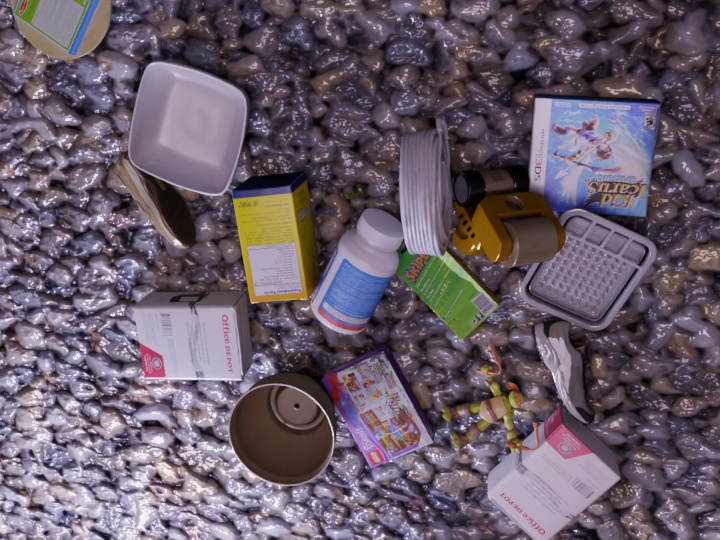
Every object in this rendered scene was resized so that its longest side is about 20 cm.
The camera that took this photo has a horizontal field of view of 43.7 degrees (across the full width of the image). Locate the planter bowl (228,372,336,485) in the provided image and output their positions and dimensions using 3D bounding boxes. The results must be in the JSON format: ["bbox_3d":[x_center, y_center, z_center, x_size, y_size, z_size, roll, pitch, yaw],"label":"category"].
[{"bbox_3d":[-0.129,0.273,1.656,0.196,0.135,0.204,3,108,10],"label":"planter bowl"}]

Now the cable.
[{"bbox_3d":[0.105,-0.124,1.441,0.068,0.202,0.202,-1,131,12],"label":"cable"}]

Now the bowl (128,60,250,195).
[{"bbox_3d":[-0.286,-0.249,1.546,0.197,0.075,0.203,20,111,5],"label":"bowl"}]

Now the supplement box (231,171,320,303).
[{"bbox_3d":[-0.142,-0.058,1.562,0.107,0.110,0.204,-3,107,13],"label":"supplement box"}]

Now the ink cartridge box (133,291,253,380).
[{"bbox_3d":[-0.305,0.120,1.668,0.196,0.084,0.148,-1,108,11],"label":"ink cartridge box"}]

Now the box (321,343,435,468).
[{"bbox_3d":[0.034,0.253,1.668,0.135,0.039,0.202,-25,102,17],"label":"box"}]

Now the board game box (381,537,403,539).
[{"bbox_3d":[0.082,0.624,1.736,0.132,0.034,0.204,12,98,-18],"label":"board game box"}]

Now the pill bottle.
[{"bbox_3d":[0.000,0.000,1.540,0.111,0.113,0.202,29,119,1],"label":"pill bottle"}]

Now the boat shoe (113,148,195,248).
[{"bbox_3d":[-0.372,-0.121,1.617,0.076,0.072,0.202,-29,94,33],"label":"boat shoe"}]

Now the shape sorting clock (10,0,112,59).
[{"bbox_3d":[-0.512,-0.466,1.537,0.196,0.039,0.204,4,110,11],"label":"shape sorting clock"}]

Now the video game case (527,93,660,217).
[{"bbox_3d":[0.371,-0.185,1.451,0.196,0.046,0.185,4,110,10],"label":"video game case"}]

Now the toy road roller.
[{"bbox_3d":[0.224,-0.065,1.451,0.121,0.202,0.147,-8,140,-23],"label":"toy road roller"}]

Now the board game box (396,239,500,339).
[{"bbox_3d":[0.143,0.018,1.574,0.200,0.030,0.095,45,111,-7],"label":"board game box"}]

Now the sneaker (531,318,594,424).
[{"bbox_3d":[0.367,0.176,1.559,0.078,0.074,0.203,-23,102,12],"label":"sneaker"}]

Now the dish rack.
[{"bbox_3d":[0.373,-0.007,1.489,0.169,0.044,0.202,23,124,-3],"label":"dish rack"}]

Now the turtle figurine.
[{"bbox_3d":[0.228,0.243,1.613,0.160,0.064,0.203,-27,83,23],"label":"turtle figurine"}]

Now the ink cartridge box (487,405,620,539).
[{"bbox_3d":[0.344,0.369,1.620,0.146,0.083,0.200,41,111,-4],"label":"ink cartridge box"}]
